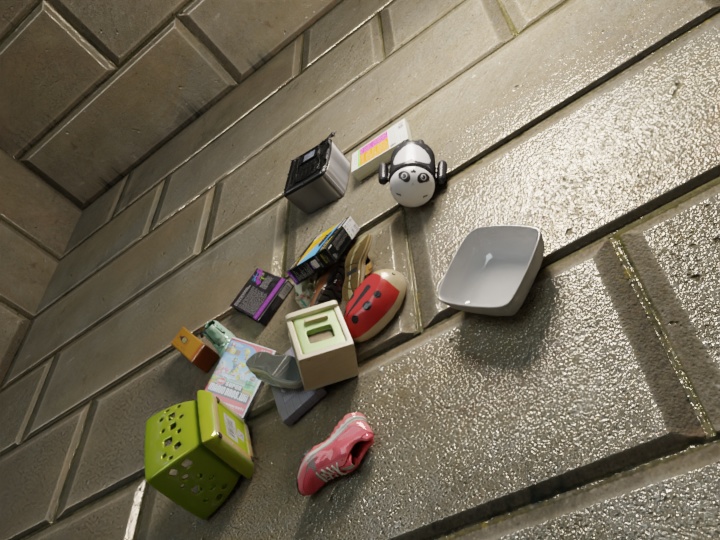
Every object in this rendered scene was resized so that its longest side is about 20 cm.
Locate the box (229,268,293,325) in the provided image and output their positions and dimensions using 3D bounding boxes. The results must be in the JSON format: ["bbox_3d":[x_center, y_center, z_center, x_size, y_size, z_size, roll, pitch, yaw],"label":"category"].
[{"bbox_3d":[-0.294,0.074,1.889,0.199,0.036,0.144,18,69,52],"label":"box"}]

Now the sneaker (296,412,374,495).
[{"bbox_3d":[-0.051,0.378,1.279,0.201,0.074,0.087,-48,35,-3],"label":"sneaker"}]

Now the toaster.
[{"bbox_3d":[-0.131,-0.303,2.020,0.198,0.119,0.183,-25,40,30],"label":"toaster"}]

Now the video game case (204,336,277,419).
[{"bbox_3d":[-0.319,0.281,1.665,0.141,0.018,0.202,13,62,22],"label":"video game case"}]

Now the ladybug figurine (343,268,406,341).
[{"bbox_3d":[0.026,0.076,1.503,0.135,0.072,0.201,19,70,53],"label":"ladybug figurine"}]

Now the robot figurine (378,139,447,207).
[{"bbox_3d":[0.136,-0.259,1.677,0.149,0.124,0.202,-31,36,33],"label":"robot figurine"}]

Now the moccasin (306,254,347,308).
[{"bbox_3d":[-0.090,0.044,1.661,0.077,0.074,0.203,-17,43,40],"label":"moccasin"}]

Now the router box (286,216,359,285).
[{"bbox_3d":[-0.098,-0.055,1.725,0.148,0.051,0.200,-30,15,31],"label":"router box"}]

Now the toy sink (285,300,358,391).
[{"bbox_3d":[-0.096,0.152,1.469,0.128,0.113,0.201,-15,39,-8],"label":"toy sink"}]

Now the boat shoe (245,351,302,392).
[{"bbox_3d":[-0.198,0.247,1.537,0.200,0.065,0.074,5,39,43],"label":"boat shoe"}]

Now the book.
[{"bbox_3d":[0.063,-0.368,1.943,0.198,0.048,0.135,-31,35,21],"label":"book"}]

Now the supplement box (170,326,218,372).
[{"bbox_3d":[-0.500,0.236,1.922,0.067,0.069,0.199,-53,36,-12],"label":"supplement box"}]

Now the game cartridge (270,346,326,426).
[{"bbox_3d":[-0.157,0.267,1.545,0.130,0.038,0.201,-45,34,10],"label":"game cartridge"}]

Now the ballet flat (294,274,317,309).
[{"bbox_3d":[-0.154,0.028,1.758,0.075,0.064,0.201,-37,34,15],"label":"ballet flat"}]

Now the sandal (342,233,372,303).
[{"bbox_3d":[0.000,0.000,1.630,0.080,0.054,0.203,-25,46,43],"label":"sandal"}]

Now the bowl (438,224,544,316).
[{"bbox_3d":[0.274,0.007,1.302,0.198,0.075,0.202,5,59,49],"label":"bowl"}]

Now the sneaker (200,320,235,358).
[{"bbox_3d":[-0.380,0.213,1.767,0.074,0.118,0.200,-45,35,-2],"label":"sneaker"}]

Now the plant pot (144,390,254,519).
[{"bbox_3d":[-0.364,0.413,1.484,0.180,0.200,0.201,-35,34,5],"label":"plant pot"}]
